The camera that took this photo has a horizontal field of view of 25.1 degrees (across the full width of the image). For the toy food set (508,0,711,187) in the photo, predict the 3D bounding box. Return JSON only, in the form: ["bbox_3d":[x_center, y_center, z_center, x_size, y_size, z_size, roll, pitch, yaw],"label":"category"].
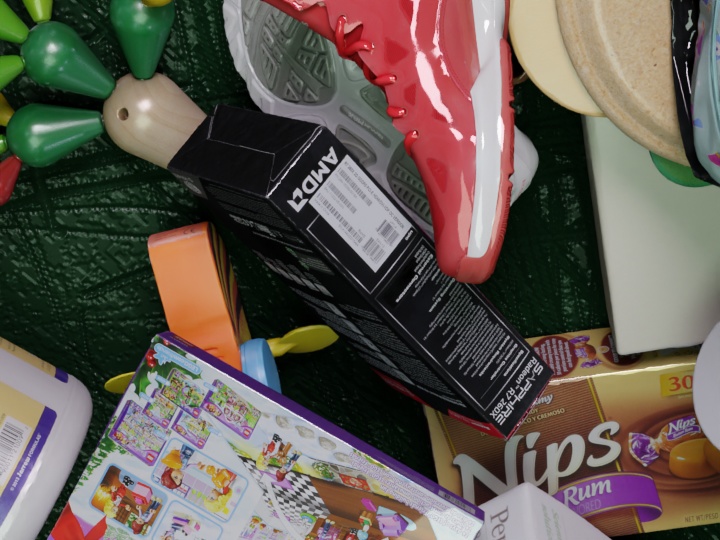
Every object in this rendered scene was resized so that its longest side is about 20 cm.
[{"bbox_3d":[0.183,-0.138,0.761,0.197,0.049,0.201,29,99,-14],"label":"toy food set"}]

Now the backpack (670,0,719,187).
[{"bbox_3d":[0.209,-0.110,0.682,0.166,0.127,0.201,2,108,-12],"label":"backpack"}]

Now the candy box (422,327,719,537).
[{"bbox_3d":[0.140,0.096,0.953,0.199,0.057,0.117,-8,117,4],"label":"candy box"}]

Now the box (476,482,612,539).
[{"bbox_3d":[0.099,0.272,0.928,0.171,0.200,0.200,-31,132,24],"label":"box"}]

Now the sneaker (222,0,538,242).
[{"bbox_3d":[0.012,-0.098,0.847,0.200,0.099,0.078,47,123,7],"label":"sneaker"}]

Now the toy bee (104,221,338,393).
[{"bbox_3d":[-0.082,0.074,0.932,0.130,0.109,0.202,8,92,4],"label":"toy bee"}]

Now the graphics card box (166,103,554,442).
[{"bbox_3d":[0.000,0.000,0.844,0.200,0.125,0.051,44,78,-28],"label":"graphics card box"}]

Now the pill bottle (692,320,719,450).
[{"bbox_3d":[0.274,0.073,0.867,0.199,0.111,0.111,12,120,-37],"label":"pill bottle"}]

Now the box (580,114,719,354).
[{"bbox_3d":[0.161,-0.060,0.866,0.082,0.068,0.201,-8,117,5],"label":"box"}]

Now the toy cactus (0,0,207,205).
[{"bbox_3d":[-0.140,-0.101,0.846,0.165,0.102,0.200,33,105,-25],"label":"toy cactus"}]

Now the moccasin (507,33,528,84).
[{"bbox_3d":[0.027,-0.179,0.798,0.073,0.078,0.202,-24,108,15],"label":"moccasin"}]

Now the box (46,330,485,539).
[{"bbox_3d":[-0.052,0.140,0.857,0.199,0.039,0.137,30,93,4],"label":"box"}]

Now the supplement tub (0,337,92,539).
[{"bbox_3d":[-0.267,0.083,0.903,0.199,0.146,0.146,30,114,-14],"label":"supplement tub"}]

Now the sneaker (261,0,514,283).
[{"bbox_3d":[0.011,-0.094,0.746,0.115,0.078,0.202,-1,83,1],"label":"sneaker"}]
